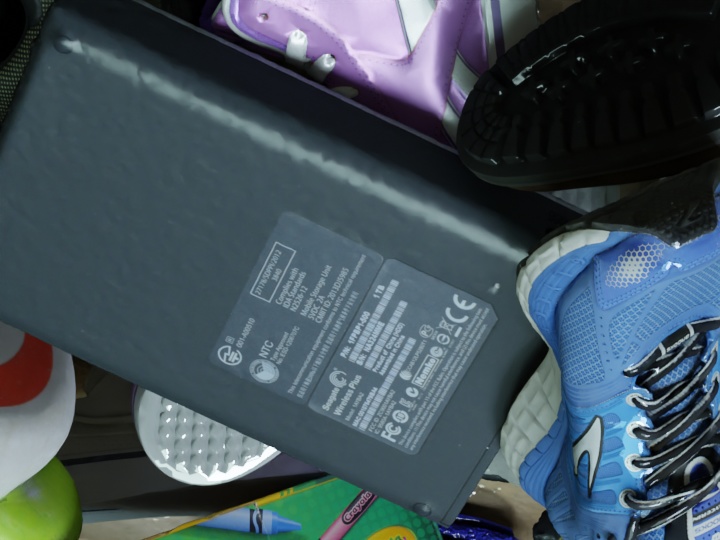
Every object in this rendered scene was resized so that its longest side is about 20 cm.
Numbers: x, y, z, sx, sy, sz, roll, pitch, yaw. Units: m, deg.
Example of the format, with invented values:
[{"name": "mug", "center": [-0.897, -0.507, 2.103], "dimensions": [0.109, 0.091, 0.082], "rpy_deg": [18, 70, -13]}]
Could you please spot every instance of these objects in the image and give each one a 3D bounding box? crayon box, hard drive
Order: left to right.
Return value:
[{"name": "crayon box", "center": [-0.078, 0.134, 1.105], "dimensions": [0.199, 0.059, 0.119], "rpy_deg": [-18, 172, -32]}, {"name": "hard drive", "center": [-0.032, -0.003, 0.991], "dimensions": [0.199, 0.033, 0.140], "rpy_deg": [25, 132, -5]}]

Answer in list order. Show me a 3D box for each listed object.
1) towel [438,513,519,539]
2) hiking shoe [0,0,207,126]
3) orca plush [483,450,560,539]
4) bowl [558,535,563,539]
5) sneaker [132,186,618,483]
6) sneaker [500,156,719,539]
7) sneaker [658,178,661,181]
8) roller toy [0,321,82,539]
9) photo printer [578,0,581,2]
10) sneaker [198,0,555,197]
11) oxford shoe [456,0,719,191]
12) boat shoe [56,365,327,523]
[{"name": "towel", "center": [0.001, 0.172, 1.356], "dimensions": [0.147, 0.050, 0.200], "rpy_deg": [13, 142, -2]}, {"name": "hiking shoe", "center": [-0.103, -0.061, 1.053], "dimensions": [0.100, 0.076, 0.201], "rpy_deg": [14, 135, 4]}, {"name": "orca plush", "center": [0.074, 0.064, 1.194], "dimensions": [0.199, 0.106, 0.071], "rpy_deg": [-25, 166, 27]}, {"name": "bowl", "center": [0.162, 0.126, 1.103], "dimensions": [0.199, 0.108, 0.201], "rpy_deg": [2, 115, 5]}, {"name": "sneaker", "center": [-0.001, -0.001, 1.111], "dimensions": [0.200, 0.114, 0.073], "rpy_deg": [-29, 100, 1]}, {"name": "sneaker", "center": [0.097, 0.041, 0.920], "dimensions": [0.078, 0.089, 0.200], "rpy_deg": [-23, 151, -14]}, {"name": "sneaker", "center": [0.128, 0.001, 1.036], "dimensions": [0.078, 0.200, 0.100], "rpy_deg": [-19, 102, -10]}, {"name": "roller toy", "center": [-0.210, 0.041, 1.068], "dimensions": [0.182, 0.200, 0.140], "rpy_deg": [21, 120, -45]}, {"name": "photo printer", "center": [0.171, -0.110, 0.963], "dimensions": [0.199, 0.070, 0.166], "rpy_deg": [-19, 138, 26]}, {"name": "sneaker", "center": [0.006, -0.067, 0.992], "dimensions": [0.114, 0.073, 0.202], "rpy_deg": [-9, 116, -1]}, {"name": "oxford shoe", "center": [0.128, -0.053, 0.924], "dimensions": [0.199, 0.073, 0.085], "rpy_deg": [-12, 142, 20]}, {"name": "boat shoe", "center": [-0.091, 0.064, 1.197], "dimensions": [0.199, 0.070, 0.071], "rpy_deg": [-6, 166, 18]}]
